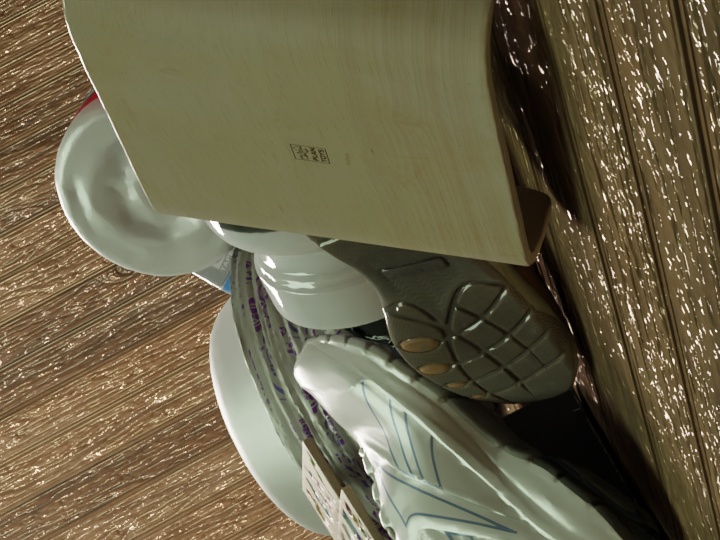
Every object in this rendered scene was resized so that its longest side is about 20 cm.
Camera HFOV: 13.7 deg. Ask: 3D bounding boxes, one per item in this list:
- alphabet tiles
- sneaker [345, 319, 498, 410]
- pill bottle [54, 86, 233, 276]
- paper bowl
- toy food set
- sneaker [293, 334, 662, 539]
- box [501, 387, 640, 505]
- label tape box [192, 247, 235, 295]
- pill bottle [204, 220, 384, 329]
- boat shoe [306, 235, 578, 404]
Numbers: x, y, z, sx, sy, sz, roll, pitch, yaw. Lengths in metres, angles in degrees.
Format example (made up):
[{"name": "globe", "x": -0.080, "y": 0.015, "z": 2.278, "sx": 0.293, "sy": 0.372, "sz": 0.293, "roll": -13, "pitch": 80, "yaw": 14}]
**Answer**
[{"name": "alphabet tiles", "x": 0.018, "y": 0.164, "z": 1.464, "sx": 0.167, "sy": 0.006, "sz": 0.200, "roll": 57, "pitch": 171, "yaw": 11}, {"name": "sneaker", "x": 0.000, "y": 0.000, "z": 1.497, "sx": 0.091, "sy": 0.076, "sz": 0.200, "roll": -33, "pitch": -86, "yaw": -51}, {"name": "pill bottle", "x": -0.091, "y": -0.091, "z": 1.668, "sx": 0.111, "sy": 0.111, "sz": 0.200, "roll": 63, "pitch": -156, "yaw": -23}, {"name": "paper bowl", "x": -0.007, "y": 0.063, "z": 1.631, "sx": 0.201, "sy": 0.104, "sz": 0.201, "roll": 51, "pitch": -157, "yaw": -31}, {"name": "toy food set", "x": -0.012, "y": -0.067, "z": 1.037, "sx": 0.200, "sy": 0.143, "sz": 0.061, "roll": 71, "pitch": -149, "yaw": -65}, {"name": "sneaker", "x": 0.036, "y": 0.095, "z": 1.310, "sx": 0.200, "sy": 0.087, "sz": 0.074, "roll": 37, "pitch": -171, "yaw": 35}, {"name": "box", "x": 0.108, "y": 0.187, "z": 1.399, "sx": 0.182, "sy": 0.104, "sz": 0.200, "roll": 61, "pitch": 176, "yaw": 32}, {"name": "label tape box", "x": -0.068, "y": -0.017, "z": 1.797, "sx": 0.143, "sy": 0.066, "sz": 0.200, "roll": 26, "pitch": 179, "yaw": -38}, {"name": "pill bottle", "x": -0.033, "y": -0.080, "z": 1.281, "sx": 0.200, "sy": 0.116, "sz": 0.116, "roll": 64, "pitch": 176, "yaw": -33}, {"name": "boat shoe", "x": 0.038, "y": -0.015, "z": 1.232, "sx": 0.200, "sy": 0.076, "sz": 0.072, "roll": 53, "pitch": -142, "yaw": -46}]
